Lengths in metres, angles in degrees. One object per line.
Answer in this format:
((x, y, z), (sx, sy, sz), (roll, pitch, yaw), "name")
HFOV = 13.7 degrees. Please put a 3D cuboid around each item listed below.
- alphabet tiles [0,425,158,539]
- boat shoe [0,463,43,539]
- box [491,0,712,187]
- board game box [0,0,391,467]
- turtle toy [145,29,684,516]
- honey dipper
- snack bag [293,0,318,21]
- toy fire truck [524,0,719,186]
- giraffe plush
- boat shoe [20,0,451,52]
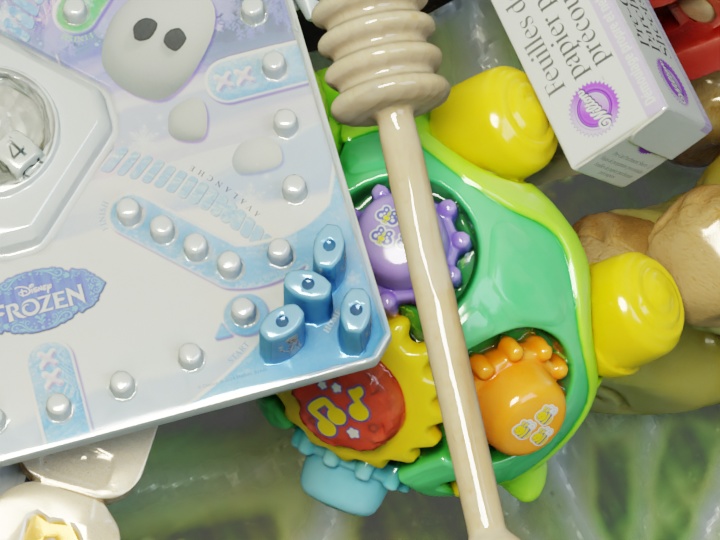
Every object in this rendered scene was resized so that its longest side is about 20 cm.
((-0.165, 0.044, 0.907), (0.200, 0.015, 0.196), (17, 73, -3), "alphabet tiles")
((-0.124, 0.057, 0.957), (0.067, 0.074, 0.200), (20, 64, -14), "boat shoe")
((0.052, -0.122, 0.986), (0.041, 0.039, 0.200), (15, 46, -58), "box")
((-0.112, -0.042, 0.901), (0.200, 0.026, 0.200), (-15, 70, -4), "board game box")
((0.000, 0.000, 0.978), (0.200, 0.146, 0.101), (54, 38, -13), "turtle toy")
((0.019, 0.003, 0.900), (0.038, 0.038, 0.200), (-3, 75, -33), "honey dipper")
((-0.006, -0.186, 1.041), (0.200, 0.021, 0.189), (-25, 82, -47), "snack bag")
((0.097, -0.072, 1.024), (0.049, 0.200, 0.141), (51, 61, -24), "toy fire truck")
((0.155, -0.035, 1.095), (0.200, 0.173, 0.162), (15, 67, -37), "giraffe plush")
((-0.053, -0.106, 1.016), (0.200, 0.072, 0.068), (-14, 84, -40), "boat shoe")
